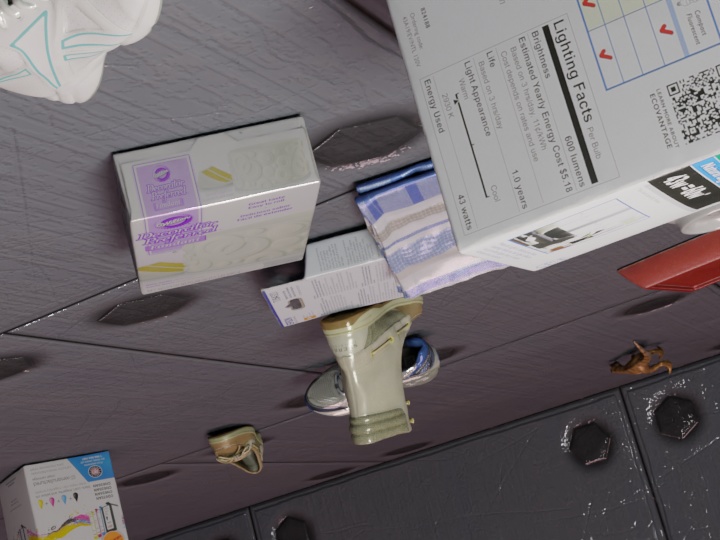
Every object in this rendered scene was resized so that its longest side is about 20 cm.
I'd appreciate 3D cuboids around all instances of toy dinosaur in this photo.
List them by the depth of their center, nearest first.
[{"bbox_3d":[0.538,0.175,2.619,0.106,0.061,0.200,-10,165,-15],"label":"toy dinosaur"}]

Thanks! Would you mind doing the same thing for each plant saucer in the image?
[{"bbox_3d":[0.484,-0.015,1.889,0.200,0.037,0.199,-26,162,34],"label":"plant saucer"}]

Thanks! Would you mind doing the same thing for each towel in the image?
[{"bbox_3d":[0.083,-0.043,1.277,0.147,0.024,0.200,-19,149,6],"label":"towel"}]

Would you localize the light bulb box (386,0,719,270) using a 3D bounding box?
[{"bbox_3d":[0.137,-0.126,0.767,0.200,0.199,0.125,-21,167,24],"label":"light bulb box"}]

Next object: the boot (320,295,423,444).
[{"bbox_3d":[0.028,0.110,1.585,0.072,0.155,0.200,-12,-176,26],"label":"boot"}]

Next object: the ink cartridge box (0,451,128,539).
[{"bbox_3d":[-0.462,0.407,2.161,0.147,0.200,0.145,-6,163,-34],"label":"ink cartridge box"}]

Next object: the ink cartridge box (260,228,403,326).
[{"bbox_3d":[0.000,0.000,1.425,0.200,0.043,0.196,-13,167,-1],"label":"ink cartridge box"}]

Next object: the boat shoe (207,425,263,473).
[{"bbox_3d":[-0.204,0.305,2.325,0.073,0.063,0.201,-16,166,3],"label":"boat shoe"}]

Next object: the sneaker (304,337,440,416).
[{"bbox_3d":[0.011,0.139,1.933,0.200,0.077,0.085,-23,156,0],"label":"sneaker"}]

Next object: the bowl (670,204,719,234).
[{"bbox_3d":[0.334,-0.093,1.313,0.200,0.094,0.201,-15,166,-4],"label":"bowl"}]

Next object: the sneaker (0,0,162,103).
[{"bbox_3d":[-0.155,-0.136,0.689,0.080,0.071,0.200,-4,162,-30],"label":"sneaker"}]

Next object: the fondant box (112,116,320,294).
[{"bbox_3d":[-0.114,-0.047,1.093,0.144,0.058,0.200,-13,164,-10],"label":"fondant box"}]
